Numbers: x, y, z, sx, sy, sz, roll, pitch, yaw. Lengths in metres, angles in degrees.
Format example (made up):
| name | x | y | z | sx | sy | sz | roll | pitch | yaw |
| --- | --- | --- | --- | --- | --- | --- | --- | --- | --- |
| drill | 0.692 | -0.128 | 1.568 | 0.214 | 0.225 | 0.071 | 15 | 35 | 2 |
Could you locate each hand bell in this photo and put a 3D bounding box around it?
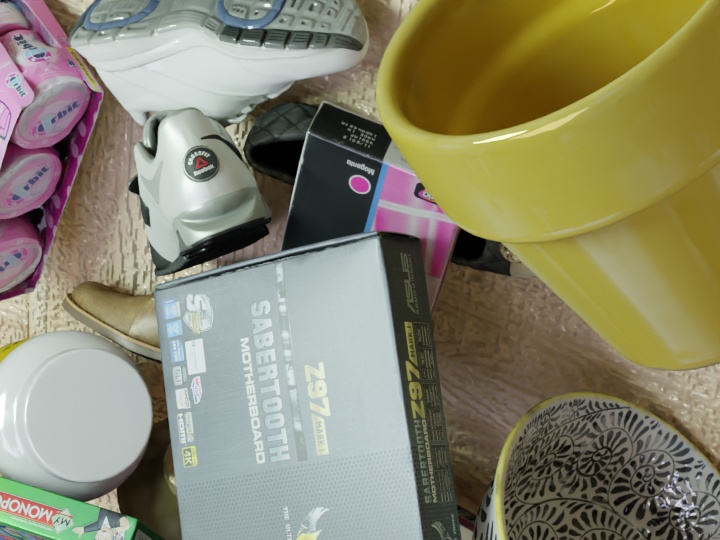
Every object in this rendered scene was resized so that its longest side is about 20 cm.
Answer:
| name | x | y | z | sx | sy | sz | roll | pitch | yaw |
| --- | --- | --- | --- | --- | --- | --- | --- | --- | --- |
| hand bell | -0.091 | 0.114 | 1.175 | 0.104 | 0.104 | 0.200 | 41 | 156 | 3 |

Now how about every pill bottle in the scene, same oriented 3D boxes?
| name | x | y | z | sx | sy | sz | roll | pitch | yaw |
| --- | --- | --- | --- | --- | --- | --- | --- | --- | --- |
| pill bottle | -0.198 | 0.097 | 1.225 | 0.112 | 0.111 | 0.200 | 54 | 161 | -9 |

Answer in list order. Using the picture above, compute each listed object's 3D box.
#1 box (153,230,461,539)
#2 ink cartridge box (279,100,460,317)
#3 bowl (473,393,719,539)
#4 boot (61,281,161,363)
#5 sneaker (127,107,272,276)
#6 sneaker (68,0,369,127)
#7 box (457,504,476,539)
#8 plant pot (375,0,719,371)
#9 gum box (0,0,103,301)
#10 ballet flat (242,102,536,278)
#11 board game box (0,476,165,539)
| name | x | y | z | sx | sy | sz | roll | pitch | yaw |
| --- | --- | --- | --- | --- | --- | --- | --- | --- | --- |
| box | -0.030 | 0.092 | 1.021 | 0.156 | 0.051 | 0.202 | -12 | 81 | 30 |
| ink cartridge box | 0.000 | 0.000 | 1.071 | 0.094 | 0.037 | 0.201 | 20 | 137 | 5 |
| bowl | 0.129 | 0.179 | 1.043 | 0.201 | 0.201 | 0.094 | 46 | 132 | -2 |
| boot | -0.108 | 0.031 | 1.218 | 0.199 | 0.073 | 0.076 | 18 | 92 | 30 |
| sneaker | -0.098 | -0.051 | 1.112 | 0.089 | 0.074 | 0.200 | 67 | 165 | 4 |
| sneaker | -0.074 | -0.127 | 1.086 | 0.198 | 0.075 | 0.087 | 4 | 137 | 36 |
| box | -0.006 | 0.227 | 1.177 | 0.175 | 0.097 | 0.201 | 28 | 90 | 14 |
| plant pot | 0.136 | -0.061 | 0.909 | 0.199 | 0.202 | 0.189 | -8 | 131 | 37 |
| gum box | -0.237 | -0.085 | 1.186 | 0.114 | 0.066 | 0.201 | 52 | 137 | 24 |
| ballet flat | 0.024 | -0.039 | 1.073 | 0.198 | 0.057 | 0.067 | 23 | 127 | 13 |
| board game box | -0.168 | 0.184 | 1.208 | 0.133 | 0.029 | 0.200 | 12 | 160 | 21 |
